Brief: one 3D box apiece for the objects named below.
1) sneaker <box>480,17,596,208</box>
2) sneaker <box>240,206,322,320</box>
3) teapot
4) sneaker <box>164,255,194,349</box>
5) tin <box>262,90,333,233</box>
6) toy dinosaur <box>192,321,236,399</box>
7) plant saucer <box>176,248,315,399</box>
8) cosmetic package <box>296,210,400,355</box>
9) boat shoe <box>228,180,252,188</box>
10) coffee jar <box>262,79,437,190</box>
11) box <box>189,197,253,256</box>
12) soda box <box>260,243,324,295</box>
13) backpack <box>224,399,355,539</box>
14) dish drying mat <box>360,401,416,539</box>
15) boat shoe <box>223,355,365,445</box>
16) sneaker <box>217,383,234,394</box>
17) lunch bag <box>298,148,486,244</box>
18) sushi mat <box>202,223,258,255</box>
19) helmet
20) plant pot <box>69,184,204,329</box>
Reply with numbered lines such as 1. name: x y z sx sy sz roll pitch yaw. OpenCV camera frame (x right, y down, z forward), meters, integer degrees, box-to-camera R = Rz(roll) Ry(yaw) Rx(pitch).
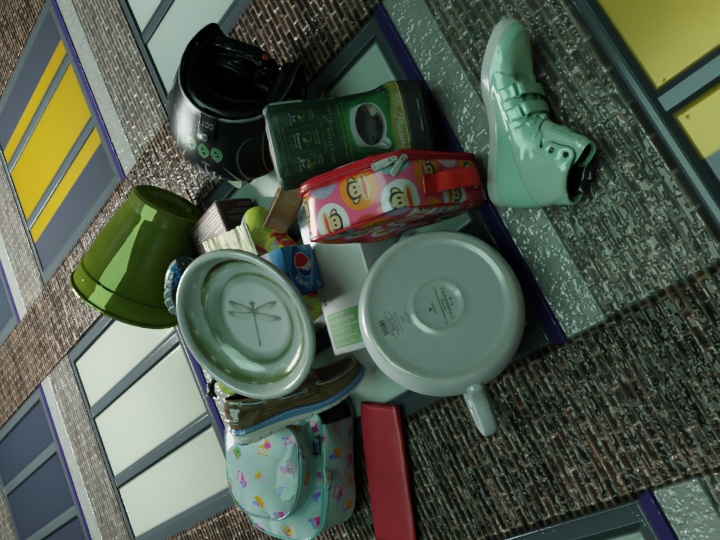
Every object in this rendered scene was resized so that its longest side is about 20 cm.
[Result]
1. sneaker: 0.194 -0.163 0.684 0.118 0.074 0.201 11 113 46
2. sneaker: -0.102 -0.014 0.959 0.090 0.078 0.200 -34 80 31
3. teapot: 0.096 0.060 0.758 0.197 0.146 0.200 21 77 15
4. sneaker: -0.282 0.049 1.092 0.087 0.075 0.200 -116 18 -48
5. tin: -0.078 -0.144 0.890 0.042 0.112 0.200 25 99 -7
6. toy dinosaur: -0.165 0.144 0.911 0.088 0.200 0.047 -54 25 10
7. plant saucer: -0.135 0.062 0.814 0.200 0.050 0.200 10 114 23
8. cosmetic package: 0.000 0.000 0.868 0.108 0.085 0.200 -24 81 44
9. boat shoe: -0.224 -0.203 1.054 0.201 0.061 0.072 41 155 32
10. coffee jar: -0.011 -0.165 0.792 0.085 0.200 0.105 -163 62 -84
11. box: -0.188 -0.005 1.035 0.100 0.075 0.200 -35 72 43
12. soda box: -0.151 0.027 0.885 0.200 0.068 0.064 -22 84 31
13. backpack: -0.099 0.288 0.950 0.176 0.153 0.200 -5 96 33
14. dish drying mat: 0.039 0.285 0.917 0.077 0.018 0.200 -6 93 42
15. boat shoe: -0.087 0.157 0.875 0.072 0.200 0.072 13 127 64
16. sneaker: -0.170 0.159 1.018 0.078 0.090 0.200 42 131 -17
17. lunch bag: 0.049 -0.085 0.738 0.176 0.200 0.082 -14 88 38
18. sushi mat: -0.163 0.039 0.943 0.096 0.012 0.200 -21 87 32
19. helmet: -0.168 -0.221 0.906 0.200 0.200 0.191 64 164 14
20. plant pot: -0.362 -0.035 1.121 0.200 0.200 0.193 38 107 31
